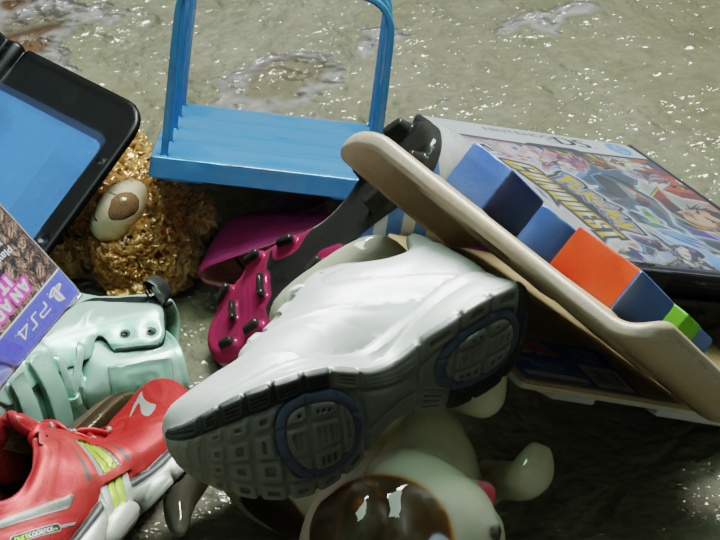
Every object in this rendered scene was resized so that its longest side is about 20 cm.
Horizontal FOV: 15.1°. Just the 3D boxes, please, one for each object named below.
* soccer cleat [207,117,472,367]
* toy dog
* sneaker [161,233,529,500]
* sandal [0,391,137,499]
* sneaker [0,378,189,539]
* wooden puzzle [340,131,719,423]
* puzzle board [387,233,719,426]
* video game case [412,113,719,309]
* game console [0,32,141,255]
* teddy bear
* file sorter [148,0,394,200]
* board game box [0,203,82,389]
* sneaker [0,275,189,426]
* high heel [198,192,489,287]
[{"bbox_3d":[0.000,0.000,1.534,0.086,0.200,0.070,32,28,-31],"label":"soccer cleat"},{"bbox_3d":[0.000,0.103,1.364,0.193,0.140,0.200,-20,37,-9],"label":"toy dog"},{"bbox_3d":[-0.015,0.044,1.296,0.199,0.075,0.087,-23,43,-31],"label":"sneaker"},{"bbox_3d":[-0.174,0.123,1.402,0.054,0.082,0.200,-5,24,37],"label":"sandal"},{"bbox_3d":[-0.143,0.097,1.345,0.077,0.085,0.200,-38,6,34],"label":"sneaker"},{"bbox_3d":[0.103,-0.004,1.380,0.200,0.185,0.046,34,89,27],"label":"wooden puzzle"},{"bbox_3d":[0.123,0.038,1.483,0.199,0.017,0.151,10,25,-36],"label":"puzzle board"},{"bbox_3d":[0.150,-0.032,1.586,0.180,0.026,0.200,6,23,-38],"label":"video game case"},{"bbox_3d":[-0.263,-0.070,1.594,0.200,0.176,0.116,-55,25,-14],"label":"game console"},{"bbox_3d":[-0.179,-0.044,1.660,0.144,0.067,0.200,-21,37,-21],"label":"teddy bear"},{"bbox_3d":[-0.049,-0.125,1.650,0.138,0.123,0.200,6,13,-2],"label":"file sorter"},{"bbox_3d":[-0.269,0.003,1.347,0.097,0.200,0.160,-24,22,48],"label":"board game box"},{"bbox_3d":[-0.159,0.066,1.479,0.118,0.074,0.201,-2,30,13],"label":"sneaker"},{"bbox_3d":[0.006,-0.002,1.584,0.199,0.068,0.096,3,28,32],"label":"high heel"}]
